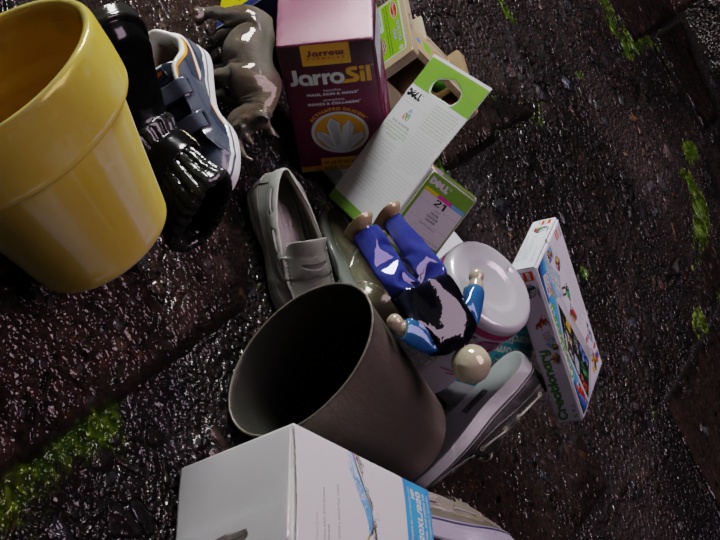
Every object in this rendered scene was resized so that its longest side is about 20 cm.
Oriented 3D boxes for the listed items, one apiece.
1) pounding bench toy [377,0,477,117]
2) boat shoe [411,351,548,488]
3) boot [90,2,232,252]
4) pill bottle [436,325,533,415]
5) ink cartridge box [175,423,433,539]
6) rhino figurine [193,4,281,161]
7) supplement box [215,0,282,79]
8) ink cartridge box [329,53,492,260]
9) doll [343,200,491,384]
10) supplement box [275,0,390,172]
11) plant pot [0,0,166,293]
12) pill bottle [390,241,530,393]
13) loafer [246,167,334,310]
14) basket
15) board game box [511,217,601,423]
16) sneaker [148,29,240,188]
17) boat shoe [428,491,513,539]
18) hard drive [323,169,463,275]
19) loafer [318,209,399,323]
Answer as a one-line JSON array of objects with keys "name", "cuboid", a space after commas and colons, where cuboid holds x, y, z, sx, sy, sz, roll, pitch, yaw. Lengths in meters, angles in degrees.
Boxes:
[{"name": "pounding bench toy", "cuboid": [0.056, -0.270, 1.750, 0.156, 0.124, 0.201, 37, 31, -37]}, {"name": "boat shoe", "cuboid": [0.132, 0.183, 1.500, 0.064, 0.200, 0.071, 48, -7, -20]}, {"name": "boot", "cuboid": [-0.186, -0.126, 1.202, 0.158, 0.079, 0.212, 50, -19, 24]}, {"name": "pill bottle", "cuboid": [0.148, 0.096, 1.587, 0.111, 0.110, 0.201, 9, 94, -53]}, {"name": "ink cartridge box", "cuboid": [-0.048, 0.253, 1.200, 0.200, 0.147, 0.145, 33, 43, -41]}, {"name": "rhino figurine", "cuboid": [-0.130, -0.207, 1.455, 0.060, 0.087, 0.201, 72, 9, -64]}, {"name": "supplement box", "cuboid": [-0.090, -0.347, 1.607, 0.109, 0.109, 0.201, 39, 40, -35]}, {"name": "ink cartridge box", "cuboid": [0.073, -0.119, 1.458, 0.076, 0.200, 0.148, 34, 6, -32]}, {"name": "doll", "cuboid": [0.070, 0.024, 1.330, 0.136, 0.049, 0.201, -21, 70, -36]}, {"name": "supplement box", "cuboid": [-0.027, -0.212, 1.516, 0.201, 0.110, 0.086, 79, 8, -50]}, {"name": "plant pot", "cuboid": [-0.262, -0.090, 1.106, 0.202, 0.200, 0.189, -80, 150, -44]}, {"name": "pill bottle", "cuboid": [0.083, 0.066, 1.463, 0.113, 0.200, 0.114, 23, 46, -26]}, {"name": "loafer", "cuboid": [-0.066, -0.013, 1.428, 0.070, 0.070, 0.201, -16, 79, -36]}, {"name": "basket", "cuboid": [-0.009, 0.132, 1.354, 0.200, 0.180, 0.136, 43, 5, -46]}, {"name": "board game box", "cuboid": [0.227, 0.057, 1.531, 0.126, 0.034, 0.201, -54, 129, -56]}, {"name": "sneaker", "cuboid": [-0.184, -0.160, 1.364, 0.079, 0.078, 0.201, 28, 35, -51]}, {"name": "boat shoe", "cuboid": [0.102, 0.281, 1.478, 0.199, 0.072, 0.062, 24, 51, -43]}, {"name": "hard drive", "cuboid": [0.045, -0.075, 1.637, 0.200, 0.026, 0.132, 50, 30, 10]}, {"name": "loafer", "cuboid": [0.000, 0.000, 1.473, 0.200, 0.069, 0.076, -112, -165, -49]}]
